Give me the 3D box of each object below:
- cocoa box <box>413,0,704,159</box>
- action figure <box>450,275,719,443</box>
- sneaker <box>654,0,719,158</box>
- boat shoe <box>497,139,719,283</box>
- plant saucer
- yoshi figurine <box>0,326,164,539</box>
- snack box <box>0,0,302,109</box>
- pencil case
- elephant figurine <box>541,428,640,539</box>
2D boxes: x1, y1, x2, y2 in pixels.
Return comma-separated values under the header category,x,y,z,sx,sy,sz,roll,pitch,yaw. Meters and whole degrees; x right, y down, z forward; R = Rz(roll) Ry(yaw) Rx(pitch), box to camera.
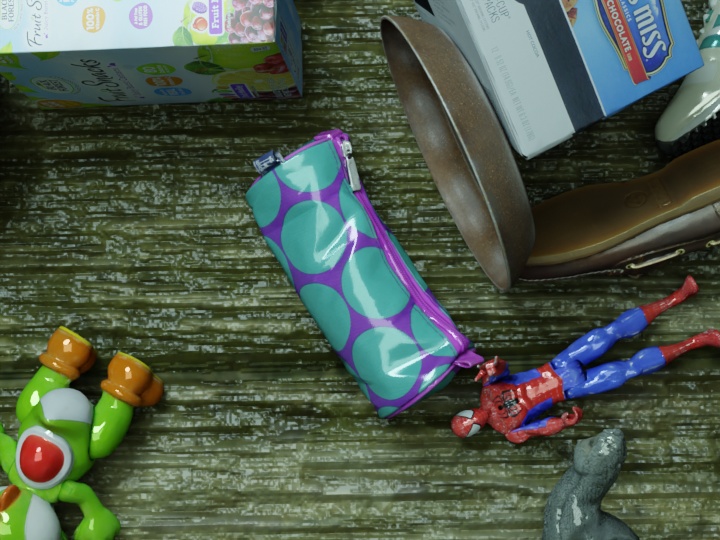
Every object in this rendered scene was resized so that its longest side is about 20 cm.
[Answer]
category,x,y,z,sx,sy,sz,roll,pitch,yaw
cocoa box,0.116,-0.181,1.051,0.130,0.200,0.134,-26,111,-1
action figure,0.152,0.069,1.103,0.199,0.099,0.066,-26,84,4
sneaker,0.267,-0.170,1.133,0.200,0.070,0.093,-45,67,2
boat shoe,0.198,-0.027,1.118,0.198,0.071,0.071,-17,128,14
plant saucer,0.069,-0.083,1.065,0.034,0.200,0.202,-24,85,-4
yoshi figurine,-0.220,0.151,1.133,0.112,0.112,0.201,37,71,-34
snack box,-0.146,-0.161,1.098,0.198,0.169,0.068,-1,83,5
pencil case,0.000,0.000,1.119,0.092,0.085,0.201,-35,85,34
elephant figurine,0.146,0.227,1.067,0.200,0.155,0.142,-40,63,9
